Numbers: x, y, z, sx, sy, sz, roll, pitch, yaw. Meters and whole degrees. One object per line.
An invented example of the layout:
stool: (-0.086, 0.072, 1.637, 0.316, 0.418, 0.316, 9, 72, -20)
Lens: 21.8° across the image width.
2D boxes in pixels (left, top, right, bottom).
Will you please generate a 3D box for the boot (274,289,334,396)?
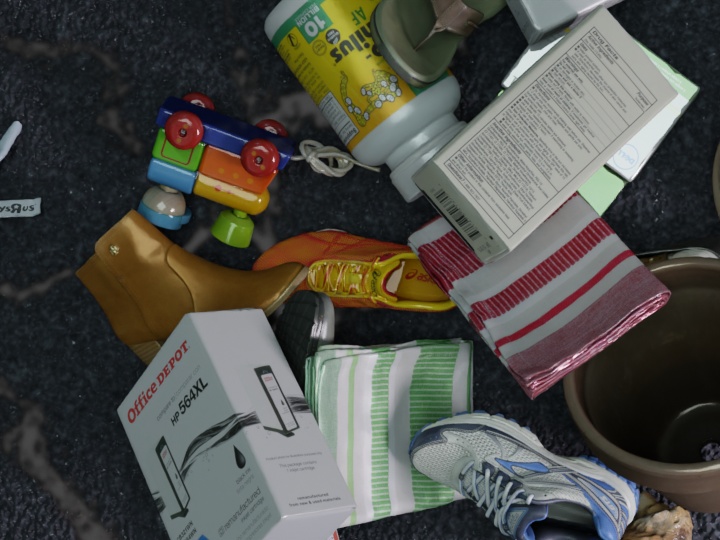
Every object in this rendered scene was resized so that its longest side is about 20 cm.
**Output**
boot: (-0.009, 0.107, 1.629, 0.130, 0.068, 0.201, -4, 112, -25)

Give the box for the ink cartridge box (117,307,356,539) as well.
ink cartridge box: (-0.107, 0.153, 1.542, 0.146, 0.084, 0.201, -51, 55, 37)

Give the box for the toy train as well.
toy train: (-0.095, -0.071, 1.657, 0.199, 0.085, 0.116, 20, 109, -2)

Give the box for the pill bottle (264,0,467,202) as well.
pill bottle: (0.016, -0.163, 1.618, 0.113, 0.113, 0.201, -36, 87, 5)

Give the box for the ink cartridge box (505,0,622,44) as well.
ink cartridge box: (0.194, -0.315, 1.606, 0.199, 0.045, 0.177, -26, 85, -11)

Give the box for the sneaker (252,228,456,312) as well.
sneaker: (0.000, 0.000, 1.644, 0.199, 0.077, 0.074, 0, 93, 10)

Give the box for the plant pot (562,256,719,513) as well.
plant pot: (0.283, 0.115, 1.557, 0.199, 0.175, 0.201, -10, 57, 15)

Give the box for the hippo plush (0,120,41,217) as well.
hippo plush: (-0.392, -0.033, 1.638, 0.199, 0.161, 0.160, -15, 90, 6)

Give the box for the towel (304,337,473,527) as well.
towel: (0.029, 0.135, 1.601, 0.023, 0.199, 0.154, 1, 93, 43)

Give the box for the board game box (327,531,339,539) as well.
board game box: (-0.102, 0.199, 1.628, 0.199, 0.019, 0.104, -15, 91, 45)

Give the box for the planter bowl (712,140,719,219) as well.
planter bowl: (0.396, -0.096, 1.546, 0.199, 0.135, 0.202, -2, 72, 5)

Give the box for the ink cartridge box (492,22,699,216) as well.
ink cartridge box: (0.179, -0.120, 1.639, 0.145, 0.048, 0.200, 37, 93, 3)

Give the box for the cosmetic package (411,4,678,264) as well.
cosmetic package: (0.150, -0.111, 1.545, 0.200, 0.087, 0.104, -41, 91, -13)

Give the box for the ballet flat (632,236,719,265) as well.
ballet flat: (0.254, 0.014, 1.621, 0.199, 0.068, 0.068, -7, 99, 4)

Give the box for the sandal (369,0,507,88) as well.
sandal: (0.074, -0.227, 1.582, 0.080, 0.201, 0.057, 46, 140, -5)

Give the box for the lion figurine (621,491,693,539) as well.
lion figurine: (0.198, 0.260, 1.594, 0.122, 0.200, 0.073, -34, 83, 39)

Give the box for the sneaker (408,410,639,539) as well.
sneaker: (0.133, 0.182, 1.564, 0.199, 0.085, 0.077, 16, 129, 7)

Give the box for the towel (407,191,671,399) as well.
towel: (0.144, -0.003, 1.562, 0.144, 0.023, 0.200, -35, 54, -5)

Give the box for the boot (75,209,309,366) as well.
boot: (-0.154, 0.003, 1.635, 0.201, 0.071, 0.144, -33, 97, 31)
